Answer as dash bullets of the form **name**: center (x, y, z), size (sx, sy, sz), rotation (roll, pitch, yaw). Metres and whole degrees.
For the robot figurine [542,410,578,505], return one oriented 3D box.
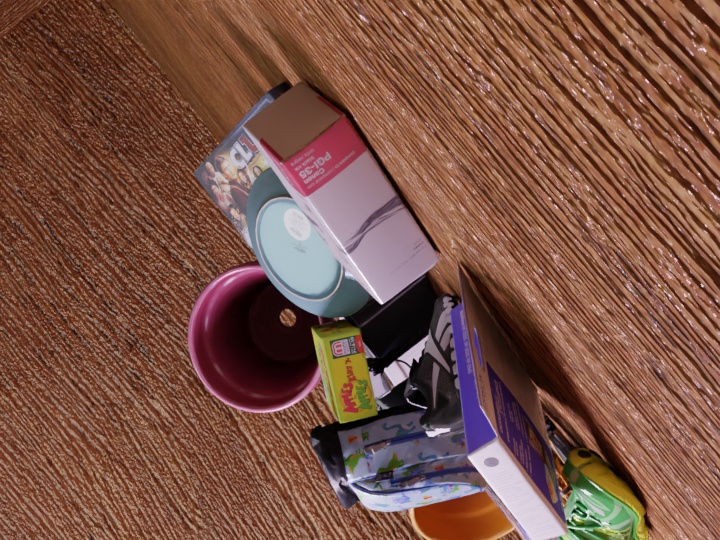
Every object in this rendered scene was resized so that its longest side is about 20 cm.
- **robot figurine**: center (0.205, 0.205, 1.347), size (0.145, 0.058, 0.200), rotation (54, 177, -29)

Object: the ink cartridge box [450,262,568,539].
- **ink cartridge box**: center (0.129, 0.125, 1.158), size (0.200, 0.043, 0.199), rotation (56, -161, -35)

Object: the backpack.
- **backpack**: center (0.058, 0.220, 1.441), size (0.163, 0.199, 0.154), rotation (78, 166, -68)

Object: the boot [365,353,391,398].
- **boot**: center (-0.004, 0.165, 1.778), size (0.096, 0.073, 0.200), rotation (39, 167, 50)

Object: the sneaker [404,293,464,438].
- **sneaker**: center (0.085, 0.103, 1.301), size (0.067, 0.090, 0.201), rotation (56, -163, -37)

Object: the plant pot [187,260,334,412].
- **plant pot**: center (-0.120, 0.082, 1.684), size (0.200, 0.200, 0.179), rotation (52, -168, 3)

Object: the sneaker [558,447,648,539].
- **sneaker**: center (0.235, 0.247, 1.202), size (0.074, 0.083, 0.200), rotation (48, 173, 41)

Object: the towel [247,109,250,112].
- **towel**: center (-0.110, -0.168, 1.952), size (0.200, 0.022, 0.147), rotation (49, 174, 46)

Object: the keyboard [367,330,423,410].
- **keyboard**: center (0.078, 0.135, 1.503), size (0.127, 0.200, 0.021), rotation (50, -142, -4)

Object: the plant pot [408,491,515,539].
- **plant pot**: center (0.149, 0.273, 1.794), size (0.201, 0.199, 0.184), rotation (55, -170, -38)

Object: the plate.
- **plate**: center (-0.067, -0.029, 1.434), size (0.199, 0.026, 0.201), rotation (23, 129, 31)

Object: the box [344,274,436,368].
- **box**: center (0.000, 0.000, 1.557), size (0.200, 0.107, 0.149), rotation (51, 175, 27)

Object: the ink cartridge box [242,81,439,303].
- **ink cartridge box**: center (-0.020, -0.080, 1.252), size (0.200, 0.083, 0.147), rotation (55, 175, -30)

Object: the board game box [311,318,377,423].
- **board game box**: center (-0.022, 0.119, 1.480), size (0.200, 0.047, 0.102), rotation (-169, 67, -84)

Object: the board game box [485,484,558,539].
- **board game box**: center (0.205, 0.258, 1.541), size (0.200, 0.097, 0.160), rotation (50, 175, 36)

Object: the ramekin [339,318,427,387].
- **ramekin**: center (0.034, 0.064, 1.748), size (0.201, 0.105, 0.200), rotation (52, 177, 4)

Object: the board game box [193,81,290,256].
- **board game box**: center (-0.109, -0.118, 1.459), size (0.136, 0.035, 0.200), rotation (52, 137, 0)
